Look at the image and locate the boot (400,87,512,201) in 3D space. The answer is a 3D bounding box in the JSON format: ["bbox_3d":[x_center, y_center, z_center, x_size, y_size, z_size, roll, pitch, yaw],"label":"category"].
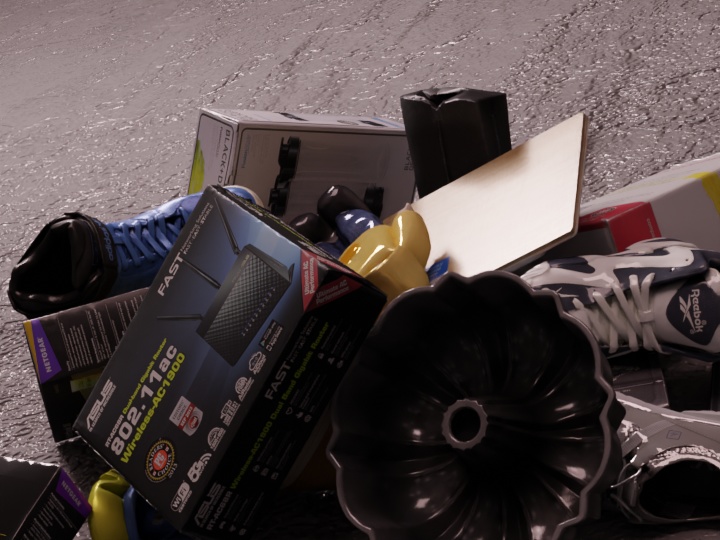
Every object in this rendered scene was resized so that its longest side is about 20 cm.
[{"bbox_3d":[0.056,-0.051,1.636,0.164,0.201,0.066,0,24,30],"label":"boot"}]

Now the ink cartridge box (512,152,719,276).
[{"bbox_3d":[0.234,-0.026,1.581,0.200,0.084,0.145,-23,6,-32],"label":"ink cartridge box"}]

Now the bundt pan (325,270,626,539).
[{"bbox_3d":[0.083,0.105,1.272,0.201,0.203,0.076,0,-14,30],"label":"bundt pan"}]

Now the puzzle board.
[{"bbox_3d":[0.088,-0.030,1.507,0.200,0.017,0.151,-28,29,29],"label":"puzzle board"}]

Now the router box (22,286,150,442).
[{"bbox_3d":[-0.172,0.067,1.525,0.157,0.052,0.200,-16,-15,-10],"label":"router box"}]

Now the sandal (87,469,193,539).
[{"bbox_3d":[-0.132,0.144,1.429,0.087,0.080,0.200,-5,30,10],"label":"sandal"}]

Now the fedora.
[{"bbox_3d":[-0.021,0.099,1.388,0.082,0.201,0.201,23,18,-10],"label":"fedora"}]

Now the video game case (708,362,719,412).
[{"bbox_3d":[0.346,0.078,1.387,0.199,0.026,0.181,-6,22,15],"label":"video game case"}]

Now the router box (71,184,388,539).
[{"bbox_3d":[-0.090,0.062,1.308,0.062,0.200,0.150,27,4,-43],"label":"router box"}]

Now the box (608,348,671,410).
[{"bbox_3d":[0.122,0.100,1.424,0.199,0.049,0.158,-10,21,6],"label":"box"}]

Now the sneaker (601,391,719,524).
[{"bbox_3d":[0.174,0.125,1.290,0.199,0.075,0.082,-2,21,23],"label":"sneaker"}]

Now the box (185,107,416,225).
[{"bbox_3d":[-0.047,-0.073,1.661,0.199,0.117,0.060,-2,18,-39],"label":"box"}]

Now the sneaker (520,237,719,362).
[{"bbox_3d":[0.195,0.029,1.383,0.199,0.080,0.129,-12,8,-33],"label":"sneaker"}]

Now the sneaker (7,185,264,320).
[{"bbox_3d":[-0.172,-0.013,1.498,0.199,0.077,0.111,-25,-21,8],"label":"sneaker"}]

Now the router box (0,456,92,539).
[{"bbox_3d":[-0.301,0.191,1.346,0.199,0.051,0.149,5,49,36],"label":"router box"}]

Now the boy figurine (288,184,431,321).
[{"bbox_3d":[0.000,0.000,1.497,0.124,0.064,0.200,-40,22,0],"label":"boy figurine"}]
